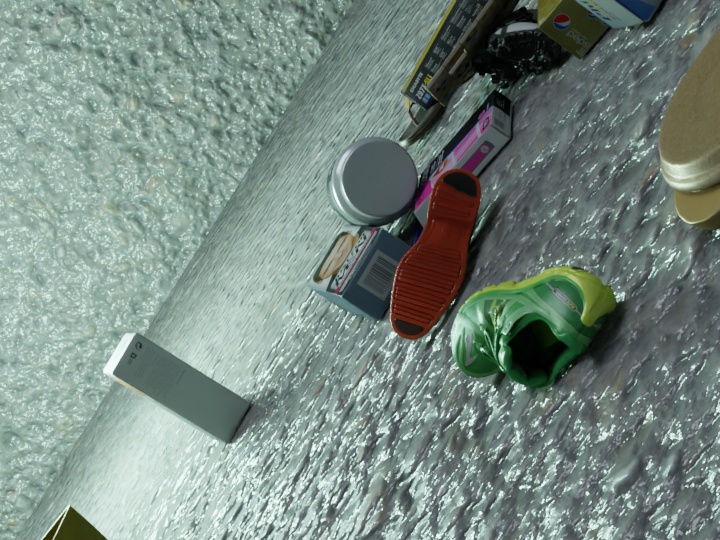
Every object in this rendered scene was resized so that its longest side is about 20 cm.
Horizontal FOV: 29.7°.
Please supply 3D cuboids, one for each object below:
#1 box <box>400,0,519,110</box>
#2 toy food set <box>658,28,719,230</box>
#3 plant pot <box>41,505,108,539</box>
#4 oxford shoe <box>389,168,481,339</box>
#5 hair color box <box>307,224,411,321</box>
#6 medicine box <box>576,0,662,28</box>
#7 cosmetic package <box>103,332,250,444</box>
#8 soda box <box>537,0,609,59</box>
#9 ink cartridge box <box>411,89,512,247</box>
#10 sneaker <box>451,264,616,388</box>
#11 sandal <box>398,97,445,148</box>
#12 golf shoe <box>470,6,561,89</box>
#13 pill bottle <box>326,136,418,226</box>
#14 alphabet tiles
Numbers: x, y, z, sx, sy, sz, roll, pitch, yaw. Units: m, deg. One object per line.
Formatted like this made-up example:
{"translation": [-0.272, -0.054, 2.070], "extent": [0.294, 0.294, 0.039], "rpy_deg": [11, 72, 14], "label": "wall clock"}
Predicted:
{"translation": [0.144, -0.315, 1.739], "extent": [0.160, 0.049, 0.201], "rpy_deg": [-38, -17, -53], "label": "box"}
{"translation": [0.299, -0.137, 1.014], "extent": [0.198, 0.048, 0.201], "rpy_deg": [-49, 16, 31], "label": "toy food set"}
{"translation": [-0.374, 0.466, 1.737], "extent": [0.200, 0.176, 0.200], "rpy_deg": [-49, 14, 27], "label": "plant pot"}
{"translation": [0.086, -0.008, 1.475], "extent": [0.073, 0.071, 0.201], "rpy_deg": [81, -149, -66], "label": "oxford shoe"}
{"translation": [0.000, 0.000, 1.725], "extent": [0.099, 0.060, 0.200], "rpy_deg": [-59, 13, -5], "label": "hair color box"}
{"translation": [0.263, -0.386, 1.407], "extent": [0.201, 0.181, 0.103], "rpy_deg": [-58, 13, -2], "label": "medicine box"}
{"translation": [-0.270, 0.171, 1.985], "extent": [0.072, 0.199, 0.101], "rpy_deg": [-60, 14, -12], "label": "cosmetic package"}
{"translation": [0.249, -0.325, 1.572], "extent": [0.068, 0.064, 0.201], "rpy_deg": [-49, 16, 29], "label": "soda box"}
{"translation": [0.114, -0.123, 1.663], "extent": [0.200, 0.037, 0.095], "rpy_deg": [-51, 14, 31], "label": "ink cartridge box"}
{"translation": [0.128, 0.055, 1.126], "extent": [0.200, 0.074, 0.084], "rpy_deg": [-34, 23, 58], "label": "sneaker"}
{"translation": [0.099, -0.263, 1.974], "extent": [0.201, 0.054, 0.082], "rpy_deg": [-61, 14, -16], "label": "sandal"}
{"translation": [0.197, -0.286, 1.643], "extent": [0.095, 0.077, 0.200], "rpy_deg": [-59, 15, -9], "label": "golf shoe"}
{"translation": [0.015, -0.113, 1.752], "extent": [0.114, 0.113, 0.200], "rpy_deg": [-58, 4, -3], "label": "pill bottle"}
{"translation": [0.153, -0.295, 1.685], "extent": [0.201, 0.008, 0.167], "rpy_deg": [-53, -9, 7], "label": "alphabet tiles"}
